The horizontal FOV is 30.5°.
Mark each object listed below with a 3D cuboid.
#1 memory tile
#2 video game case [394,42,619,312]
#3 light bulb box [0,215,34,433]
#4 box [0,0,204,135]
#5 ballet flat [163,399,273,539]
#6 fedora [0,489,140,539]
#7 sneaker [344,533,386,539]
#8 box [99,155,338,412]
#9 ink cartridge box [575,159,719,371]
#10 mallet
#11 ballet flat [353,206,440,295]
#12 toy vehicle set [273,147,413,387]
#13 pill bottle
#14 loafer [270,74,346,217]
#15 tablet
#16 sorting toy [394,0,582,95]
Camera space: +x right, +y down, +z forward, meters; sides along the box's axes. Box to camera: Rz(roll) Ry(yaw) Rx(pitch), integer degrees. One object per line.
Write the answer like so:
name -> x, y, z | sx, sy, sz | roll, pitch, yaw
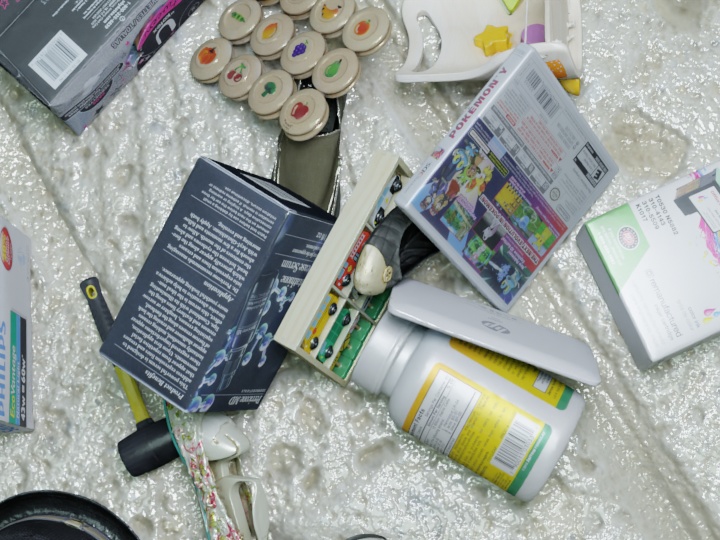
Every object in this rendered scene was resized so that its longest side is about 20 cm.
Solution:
memory tile -> -0.072, -0.220, 1.288 | 0.199, 0.017, 0.154 | 33, 83, 38
video game case -> 0.140, -0.080, 1.215 | 0.183, 0.200, 0.023 | -51, 45, -4
light bulb box -> -0.421, 0.058, 1.249 | 0.198, 0.125, 0.200 | -4, 79, 2
box -> -0.267, -0.257, 1.303 | 0.132, 0.115, 0.200 | 41, 86, 8
ballet flat -> -0.122, 0.191, 1.231 | 0.064, 0.075, 0.202 | -21, 87, 30
fedora -> -0.291, 0.297, 1.214 | 0.198, 0.092, 0.203 | -1, 80, 4
sneaker -> 0.011, 0.342, 1.191 | 0.076, 0.089, 0.202 | -12, 82, 2
box -> -0.119, 0.017, 1.198 | 0.107, 0.148, 0.201 | 31, 97, 20
ink cartridge box -> 0.324, -0.015, 1.240 | 0.199, 0.084, 0.146 | -25, 79, -2
mallet -> -0.219, 0.095, 1.278 | 0.065, 0.041, 0.202 | -18, 75, 1
ballet flat -> 0.063, -0.034, 1.226 | 0.057, 0.067, 0.200 | 26, 43, 30
toy vehicle set -> 0.000, 0.000, 1.235 | 0.026, 0.124, 0.201 | 24, 82, 28
pill bottle -> 0.096, 0.116, 1.216 | 0.199, 0.113, 0.113 | 29, 83, 8
loafer -> -0.054, -0.115, 1.287 | 0.074, 0.070, 0.202 | 3, 80, 4
tablet -> 0.121, 0.052, 1.211 | 0.198, 0.130, 0.014 | 19, 103, 0
sorting toy -> 0.121, -0.237, 1.284 | 0.178, 0.107, 0.201 | -6, 51, 17
